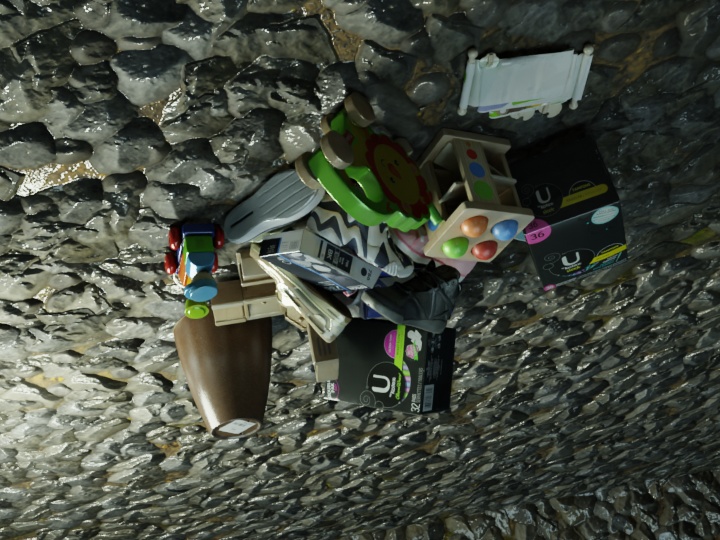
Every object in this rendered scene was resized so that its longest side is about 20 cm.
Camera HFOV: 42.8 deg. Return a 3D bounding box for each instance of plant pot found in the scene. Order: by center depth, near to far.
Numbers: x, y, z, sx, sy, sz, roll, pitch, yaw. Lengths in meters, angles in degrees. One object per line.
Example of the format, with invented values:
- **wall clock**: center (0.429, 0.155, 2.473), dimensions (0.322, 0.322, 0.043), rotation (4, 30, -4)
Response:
- **plant pot**: center (-0.235, 0.191, 1.652), dimensions (0.183, 0.203, 0.188), rotation (-10, 150, -6)

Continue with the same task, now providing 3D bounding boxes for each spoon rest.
- **spoon rest**: center (-0.025, 0.056, 1.654), dimensions (0.097, 0.062, 0.201), rotation (3, 146, -27)

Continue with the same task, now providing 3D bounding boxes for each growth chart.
- **growth chart**: center (0.227, -0.256, 1.266), dimensions (0.195, 0.018, 0.146), rotation (-7, 150, -12)

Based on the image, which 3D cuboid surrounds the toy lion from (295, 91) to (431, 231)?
- **toy lion**: center (0.019, -0.124, 1.205), dimensions (0.068, 0.201, 0.192), rotation (-34, 108, 30)

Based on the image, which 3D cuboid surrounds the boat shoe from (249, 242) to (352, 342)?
- **boat shoe**: center (-0.105, 0.032, 1.452), dimensions (0.065, 0.199, 0.072), rotation (-49, -178, 15)

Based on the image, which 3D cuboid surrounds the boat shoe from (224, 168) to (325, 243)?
- **boat shoe**: center (-0.120, -0.095, 1.360), dimensions (0.198, 0.074, 0.061), rotation (-23, 164, 36)

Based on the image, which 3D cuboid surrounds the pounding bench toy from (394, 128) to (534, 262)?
- **pounding bench toy**: center (0.129, -0.104, 1.343), dimensions (0.196, 0.159, 0.124), rotation (5, 147, -29)

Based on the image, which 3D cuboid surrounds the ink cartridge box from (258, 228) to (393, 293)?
- **ink cartridge box**: center (-0.050, -0.005, 1.390), dimensions (0.098, 0.040, 0.198), rotation (-7, 155, 45)

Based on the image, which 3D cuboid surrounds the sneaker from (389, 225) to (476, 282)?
- **sneaker**: center (0.132, -0.059, 1.517), dimensions (0.198, 0.076, 0.105), rotation (26, 118, -38)

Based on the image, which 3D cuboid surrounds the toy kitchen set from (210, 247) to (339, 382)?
- **toy kitchen set**: center (-0.145, 0.078, 1.518), dimensions (0.195, 0.184, 0.164), rotation (-8, 150, -7)

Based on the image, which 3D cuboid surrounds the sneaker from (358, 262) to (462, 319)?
- **sneaker**: center (0.101, 0.038, 1.573), dimensions (0.196, 0.115, 0.082), rotation (-16, 120, -33)

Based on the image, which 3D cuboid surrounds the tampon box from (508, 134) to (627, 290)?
- **tampon box**: center (0.324, -0.085, 1.436), dimensions (0.147, 0.128, 0.200), rotation (-20, 150, 11)

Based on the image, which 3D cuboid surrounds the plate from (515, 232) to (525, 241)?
- **plate**: center (0.330, -0.114, 1.548), dimensions (0.196, 0.026, 0.201), rotation (-10, 150, -6)

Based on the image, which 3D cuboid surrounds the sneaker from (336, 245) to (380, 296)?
- **sneaker**: center (0.000, 0.000, 1.528), dimensions (0.195, 0.084, 0.070), rotation (-1, 180, -15)

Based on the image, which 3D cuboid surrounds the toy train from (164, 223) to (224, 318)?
- **toy train**: center (-0.261, 0.025, 1.442), dimensions (0.083, 0.118, 0.201), rotation (-2, 149, -19)

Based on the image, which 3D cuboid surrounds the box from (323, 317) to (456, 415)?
- **box**: center (0.051, 0.164, 1.615), dimensions (0.196, 0.152, 0.124), rotation (5, 179, 31)

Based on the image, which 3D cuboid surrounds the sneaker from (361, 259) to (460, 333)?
- **sneaker**: center (0.087, 0.030, 1.461), dimensions (0.197, 0.076, 0.116), rotation (14, 108, -43)

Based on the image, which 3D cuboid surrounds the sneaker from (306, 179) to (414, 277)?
- **sneaker**: center (0.025, -0.080, 1.368), dimensions (0.197, 0.079, 0.131), rotation (28, 92, -27)
